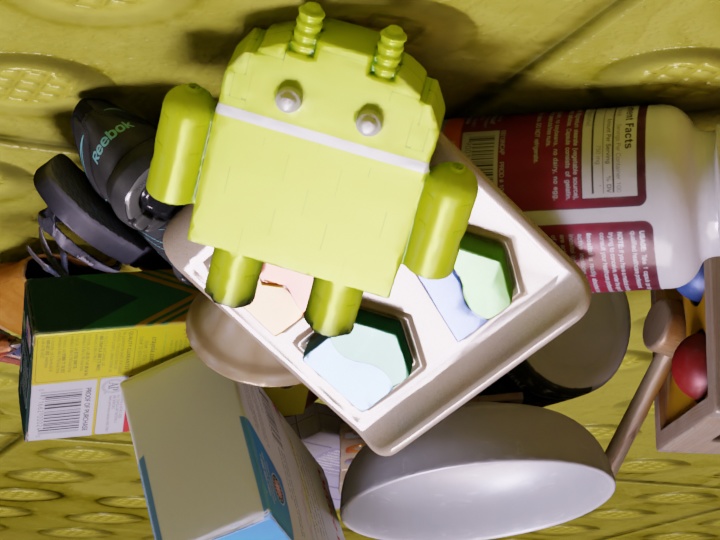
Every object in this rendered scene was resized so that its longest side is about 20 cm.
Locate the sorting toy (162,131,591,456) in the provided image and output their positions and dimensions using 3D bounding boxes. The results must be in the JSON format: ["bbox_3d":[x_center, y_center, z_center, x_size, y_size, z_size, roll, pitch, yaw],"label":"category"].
[{"bbox_3d":[0.006,0.001,1.219,0.185,0.036,0.200,-38,103,28],"label":"sorting toy"}]

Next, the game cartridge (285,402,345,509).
[{"bbox_3d":[-0.019,0.148,1.638,0.130,0.038,0.200,-30,152,27],"label":"game cartridge"}]

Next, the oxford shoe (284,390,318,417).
[{"bbox_3d":[-0.009,0.046,1.466,0.071,0.071,0.200,25,123,-32],"label":"oxford shoe"}]

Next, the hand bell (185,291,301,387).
[{"bbox_3d":[-0.049,-0.034,1.270,0.104,0.104,0.200,2,133,-8],"label":"hand bell"}]

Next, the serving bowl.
[{"bbox_3d":[0.081,0.140,1.503,0.200,0.066,0.200,-6,157,-2],"label":"serving bowl"}]

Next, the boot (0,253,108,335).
[{"bbox_3d":[-0.203,0.037,1.625,0.201,0.071,0.144,16,162,-32],"label":"boot"}]

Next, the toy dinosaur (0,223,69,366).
[{"bbox_3d":[-0.191,0.072,1.492,0.181,0.200,0.105,-13,-159,-18],"label":"toy dinosaur"}]

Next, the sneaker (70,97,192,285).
[{"bbox_3d":[-0.121,-0.054,1.303,0.079,0.075,0.200,43,175,22],"label":"sneaker"}]

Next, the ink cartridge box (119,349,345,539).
[{"bbox_3d":[-0.077,0.164,1.415,0.085,0.145,0.200,-24,143,8],"label":"ink cartridge box"}]

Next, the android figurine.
[{"bbox_3d":[-0.025,-0.057,1.150,0.182,0.041,0.200,18,124,0],"label":"android figurine"}]

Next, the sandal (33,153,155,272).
[{"bbox_3d":[-0.173,-0.025,1.342,0.043,0.076,0.200,-39,170,0],"label":"sandal"}]

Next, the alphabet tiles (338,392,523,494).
[{"bbox_3d":[0.067,0.133,1.575,0.167,0.008,0.200,-5,158,-3],"label":"alphabet tiles"}]

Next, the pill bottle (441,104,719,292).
[{"bbox_3d":[0.143,-0.042,1.254,0.200,0.113,0.113,-2,165,12],"label":"pill bottle"}]

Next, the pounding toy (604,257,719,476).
[{"bbox_3d":[0.253,0.060,1.490,0.142,0.184,0.200,2,165,-7],"label":"pounding toy"}]

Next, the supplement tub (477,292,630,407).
[{"bbox_3d":[0.104,0.052,1.583,0.122,0.123,0.200,9,163,-29],"label":"supplement tub"}]

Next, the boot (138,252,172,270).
[{"bbox_3d":[-0.050,-0.001,1.514,0.200,0.077,0.155,-1,163,32],"label":"boot"}]

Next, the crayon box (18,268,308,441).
[{"bbox_3d":[-0.131,0.055,1.418,0.200,0.051,0.127,-3,142,-15],"label":"crayon box"}]
